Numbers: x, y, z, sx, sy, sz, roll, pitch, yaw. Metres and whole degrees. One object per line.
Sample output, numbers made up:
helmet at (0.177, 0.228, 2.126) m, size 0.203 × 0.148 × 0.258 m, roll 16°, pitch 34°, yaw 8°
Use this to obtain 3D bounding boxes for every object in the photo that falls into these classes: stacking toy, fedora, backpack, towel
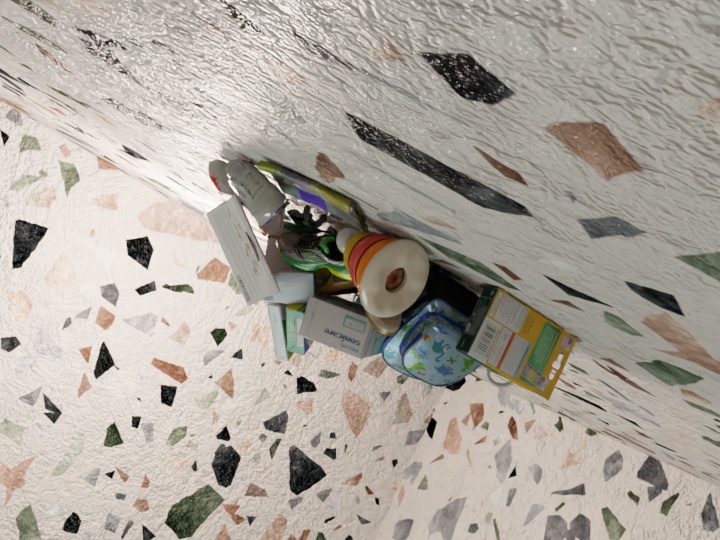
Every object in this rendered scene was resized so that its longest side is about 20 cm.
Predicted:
stacking toy at (0.016, -0.024, 1.527) m, size 0.145 × 0.147 × 0.200 m, roll 33°, pitch -174°, yaw -46°
fedora at (0.000, 0.000, 1.779) m, size 0.196 × 0.084 × 0.201 m, roll -9°, pitch 174°, yaw -1°
backpack at (0.137, 0.126, 1.620) m, size 0.181 × 0.149 × 0.200 m, roll 30°, pitch 129°, yaw -24°
towel at (-0.078, -0.129, 1.484) m, size 0.197 × 0.023 × 0.144 m, roll 27°, pitch 175°, yaw 14°

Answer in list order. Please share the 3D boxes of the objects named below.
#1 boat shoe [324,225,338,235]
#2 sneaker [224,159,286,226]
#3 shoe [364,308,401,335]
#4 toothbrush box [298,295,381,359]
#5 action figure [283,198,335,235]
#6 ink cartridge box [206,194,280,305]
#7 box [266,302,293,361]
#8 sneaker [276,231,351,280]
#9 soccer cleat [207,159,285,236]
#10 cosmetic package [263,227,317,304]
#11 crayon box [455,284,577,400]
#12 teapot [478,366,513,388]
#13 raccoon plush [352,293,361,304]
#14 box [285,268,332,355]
boat shoe at (-0.050, -0.051, 1.851) m, size 0.064 × 0.075 × 0.200 m, roll 22°, pitch -176°, yaw 2°
sneaker at (-0.199, -0.145, 1.546) m, size 0.099 × 0.075 × 0.200 m, roll 42°, pitch 180°, yaw -31°
shoe at (0.036, 0.024, 1.580) m, size 0.068 × 0.204 × 0.054 m, roll -5°, pitch 148°, yaw -8°
toothbrush box at (-0.026, 0.115, 1.776) m, size 0.144 × 0.087 × 0.200 m, roll 19°, pitch -176°, yaw 15°
action figure at (-0.136, -0.108, 1.773) m, size 0.117 × 0.056 × 0.199 m, roll 29°, pitch 171°, yaw -27°
ink cartridge box at (-0.214, -0.043, 1.653) m, size 0.175 × 0.044 × 0.204 m, roll -19°, pitch 97°, yaw 60°
box at (-0.137, 0.079, 1.869) m, size 0.036 × 0.201 × 0.147 m, roll 9°, pitch 126°, yaw 22°
sneaker at (-0.078, -0.047, 1.687) m, size 0.196 × 0.079 × 0.086 m, roll 12°, pitch 150°, yaw 21°
soccer cleat at (-0.222, -0.156, 1.688) m, size 0.200 × 0.068 × 0.085 m, roll 47°, pitch 144°, yaw 8°
cosmetic package at (-0.146, -0.019, 1.810) m, size 0.110 × 0.083 × 0.202 m, roll 0°, pitch -147°, yaw -3°
crayon box at (0.278, 0.130, 1.527) m, size 0.198 × 0.128 × 0.051 m, roll 30°, pitch 174°, yaw -23°
teapot at (0.225, 0.145, 1.812) m, size 0.196 × 0.148 × 0.199 m, roll 31°, pitch 172°, yaw -34°
raccoon plush at (0.008, 0.036, 1.938) m, size 0.096 × 0.136 × 0.200 m, roll 25°, pitch 174°, yaw 29°
box at (-0.098, 0.076, 1.848) m, size 0.047 × 0.201 × 0.119 m, roll 13°, pitch 127°, yaw 16°
